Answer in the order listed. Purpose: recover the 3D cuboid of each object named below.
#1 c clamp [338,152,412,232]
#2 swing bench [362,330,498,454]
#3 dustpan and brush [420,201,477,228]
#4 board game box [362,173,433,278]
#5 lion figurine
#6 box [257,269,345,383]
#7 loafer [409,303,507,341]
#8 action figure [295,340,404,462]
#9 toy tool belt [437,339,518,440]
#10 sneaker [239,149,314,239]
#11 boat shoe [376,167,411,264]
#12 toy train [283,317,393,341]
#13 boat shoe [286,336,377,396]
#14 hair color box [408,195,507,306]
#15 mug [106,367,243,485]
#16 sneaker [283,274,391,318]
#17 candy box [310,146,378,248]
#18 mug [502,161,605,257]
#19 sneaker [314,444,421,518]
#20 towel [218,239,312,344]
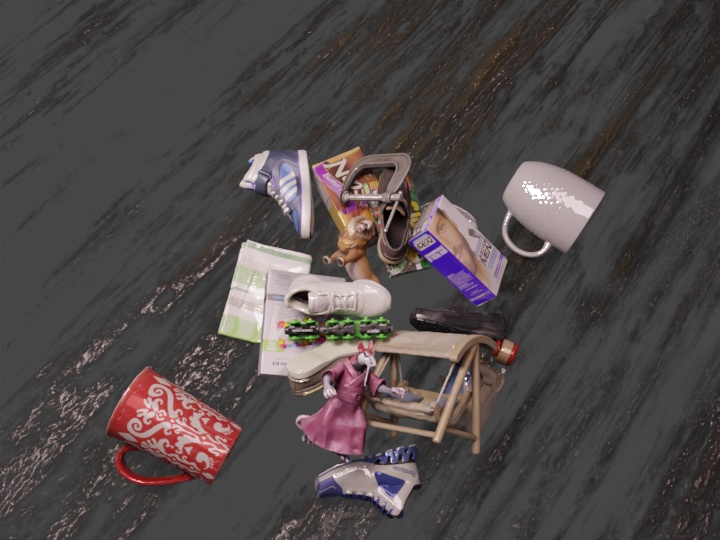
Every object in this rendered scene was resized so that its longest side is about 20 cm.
[{"bbox_3d":[0.022,-0.162,1.300,0.027,0.199,0.172,39,75,-37],"label":"c clamp"},{"bbox_3d":[0.112,0.198,1.175,0.129,0.198,0.202,26,70,-43],"label":"swing bench"},{"bbox_3d":[0.138,-0.104,1.395,0.199,0.057,0.140,30,68,6],"label":"dustpan and brush"},{"bbox_3d":[0.080,-0.091,1.349,0.104,0.023,0.202,-13,77,-15],"label":"board game box"},{"bbox_3d":[0.000,0.000,1.301,0.122,0.072,0.202,-33,113,-46],"label":"lion figurine"},{"bbox_3d":[-0.110,0.106,1.277,0.154,0.041,0.202,8,72,-14],"label":"box"},{"bbox_3d":[0.193,0.099,1.322,0.198,0.068,0.071,11,60,-8],"label":"loafer"},{"bbox_3d":[-0.016,0.214,1.145,0.133,0.149,0.202,20,88,-16],"label":"action figure"},{"bbox_3d":[0.199,0.202,1.245,0.122,0.125,0.202,25,85,8],"label":"toy tool belt"},{"bbox_3d":[-0.173,-0.154,1.375,0.145,0.081,0.202,-5,72,0],"label":"sneaker"},{"bbox_3d":[0.071,-0.115,1.303,0.074,0.073,0.202,0,74,-9],"label":"boat shoe"},{"bbox_3d":[-0.040,0.108,1.220,0.197,0.056,0.042,-1,85,2],"label":"toy train"},{"bbox_3d":[-0.046,0.166,1.223,0.200,0.061,0.072,-21,30,-34],"label":"boat shoe"},{"bbox_3d":[0.195,-0.038,1.321,0.200,0.065,0.110,41,48,-15],"label":"hair color box"},{"bbox_3d":[-0.323,0.290,1.172,0.199,0.178,0.134,28,31,0],"label":"mug"},{"bbox_3d":[-0.044,0.059,1.208,0.198,0.100,0.076,4,107,14],"label":"sneaker"},{"bbox_3d":[-0.009,-0.147,1.397,0.116,0.057,0.201,-24,76,-15],"label":"candy box"},{"bbox_3d":[0.380,-0.122,1.400,0.175,0.148,0.201,34,99,13],"label":"mug"},{"bbox_3d":[0.025,0.386,1.178,0.197,0.081,0.116,-12,68,-13],"label":"sneaker"},{"bbox_3d":[-0.185,0.046,1.315,0.147,0.031,0.202,13,68,-1],"label":"towel"}]
